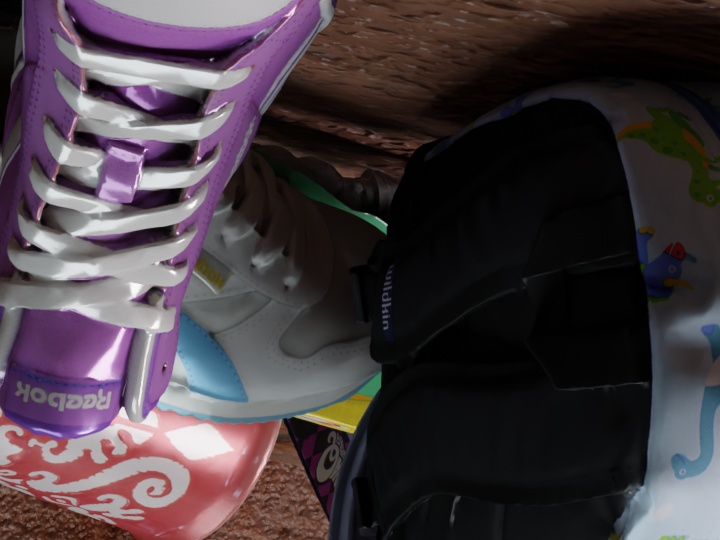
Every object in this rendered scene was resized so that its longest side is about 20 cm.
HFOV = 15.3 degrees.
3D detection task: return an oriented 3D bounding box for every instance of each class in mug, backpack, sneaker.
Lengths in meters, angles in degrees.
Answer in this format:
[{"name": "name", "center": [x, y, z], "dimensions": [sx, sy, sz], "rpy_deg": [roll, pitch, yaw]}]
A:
[{"name": "mug", "center": [-0.162, 0.038, 1.212], "dimensions": [0.199, 0.134, 0.177], "rpy_deg": [21, 166, -39]}, {"name": "backpack", "center": [0.074, 0.021, 0.697], "dimensions": [0.153, 0.164, 0.200], "rpy_deg": [2, 166, -1]}, {"name": "sneaker", "center": [-0.051, -0.021, 0.615], "dimensions": [0.072, 0.115, 0.201], "rpy_deg": [11, 165, -6]}, {"name": "sneaker", "center": [-0.059, -0.016, 0.774], "dimensions": [0.199, 0.077, 0.081], "rpy_deg": [17, 135, -31]}]

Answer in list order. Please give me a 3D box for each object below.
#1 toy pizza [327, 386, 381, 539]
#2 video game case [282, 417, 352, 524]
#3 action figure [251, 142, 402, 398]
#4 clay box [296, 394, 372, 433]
[{"name": "toy pizza", "center": [0.088, 0.092, 0.811], "dimensions": [0.199, 0.201, 0.032], "rpy_deg": [11, 152, -2]}, {"name": "video game case", "center": [0.059, 0.077, 1.162], "dimensions": [0.199, 0.036, 0.182], "rpy_deg": [15, -151, -29]}, {"name": "action figure", "center": [0.000, 0.000, 0.890], "dimensions": [0.199, 0.055, 0.118], "rpy_deg": [31, 140, -30]}, {"name": "clay box", "center": [0.031, 0.047, 1.032], "dimensions": [0.199, 0.048, 0.115], "rpy_deg": [17, 176, -13]}]
